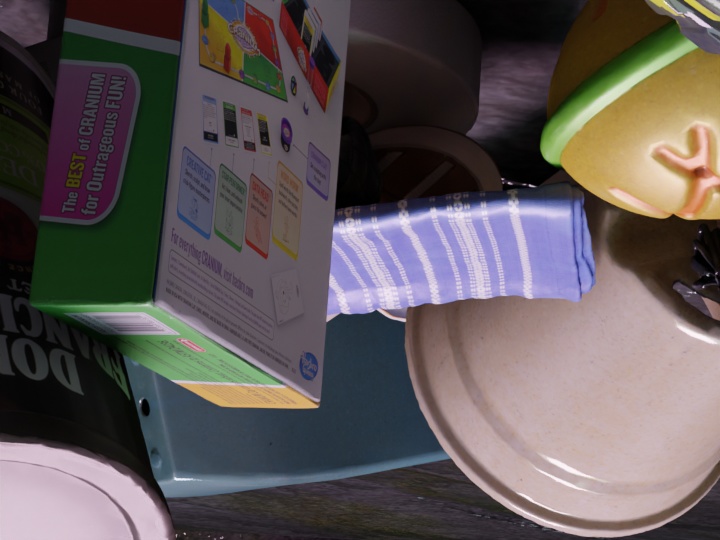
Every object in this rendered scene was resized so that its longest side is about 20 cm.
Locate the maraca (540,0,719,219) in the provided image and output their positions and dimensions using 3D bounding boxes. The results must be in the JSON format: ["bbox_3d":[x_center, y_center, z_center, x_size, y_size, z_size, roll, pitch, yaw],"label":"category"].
[{"bbox_3d":[0.158,-0.087,0.685,0.199,0.107,0.137,-29,167,21],"label":"maraca"}]

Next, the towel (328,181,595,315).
[{"bbox_3d":[0.000,0.000,0.782,0.199,0.024,0.145,-7,166,6],"label":"towel"}]

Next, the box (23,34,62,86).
[{"bbox_3d":[-0.188,-0.029,0.770,0.199,0.069,0.082,-19,165,-3],"label":"box"}]

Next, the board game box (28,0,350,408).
[{"bbox_3d":[-0.047,-0.067,0.613,0.040,0.201,0.153,0,164,18],"label":"board game box"}]

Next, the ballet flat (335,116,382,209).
[{"bbox_3d":[-0.051,-0.045,0.754,0.066,0.057,0.200,-13,172,23],"label":"ballet flat"}]

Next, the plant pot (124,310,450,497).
[{"bbox_3d":[-0.064,0.069,1.123,0.199,0.142,0.141,-10,177,-40],"label":"plant pot"}]

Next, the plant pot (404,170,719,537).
[{"bbox_3d":[0.146,0.011,0.923,0.199,0.201,0.184,8,153,-16],"label":"plant pot"}]

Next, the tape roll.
[{"bbox_3d":[-0.044,-0.092,0.836,0.202,0.037,0.203,3,165,1],"label":"tape roll"}]

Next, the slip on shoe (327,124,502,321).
[{"bbox_3d":[0.008,-0.025,0.902,0.076,0.061,0.200,50,142,-2],"label":"slip on shoe"}]

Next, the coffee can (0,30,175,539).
[{"bbox_3d":[-0.155,0.027,0.621,0.146,0.201,0.147,-12,139,-11],"label":"coffee can"}]

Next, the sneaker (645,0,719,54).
[{"bbox_3d":[0.095,-0.139,0.574,0.200,0.085,0.074,36,176,-26],"label":"sneaker"}]

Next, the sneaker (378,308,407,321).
[{"bbox_3d":[0.068,-0.004,1.059,0.199,0.079,0.079,17,159,-7],"label":"sneaker"}]

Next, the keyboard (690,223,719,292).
[{"bbox_3d":[0.178,-0.030,0.733,0.021,0.127,0.200,36,-166,-8],"label":"keyboard"}]
